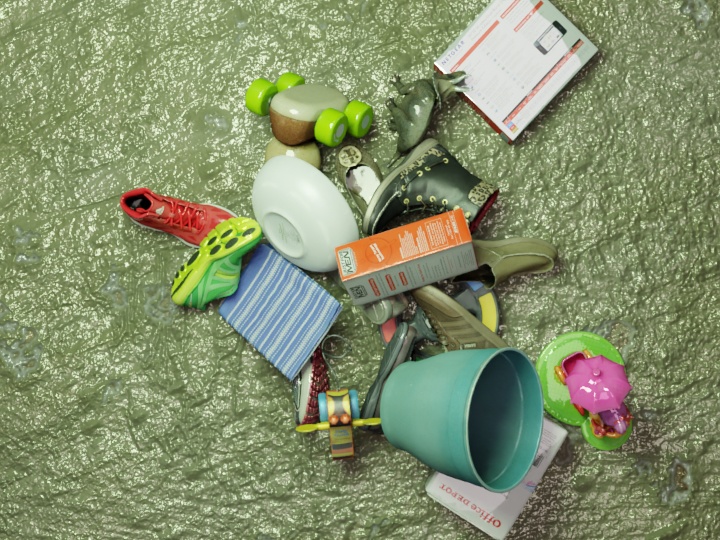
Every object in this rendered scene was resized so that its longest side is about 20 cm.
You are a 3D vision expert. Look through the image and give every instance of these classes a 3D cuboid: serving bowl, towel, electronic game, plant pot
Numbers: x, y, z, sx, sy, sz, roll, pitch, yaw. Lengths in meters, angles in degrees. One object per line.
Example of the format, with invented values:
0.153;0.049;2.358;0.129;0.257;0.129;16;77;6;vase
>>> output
-0.097;-0.073;1.484;0.200;0.200;0.066;44;58;3;serving bowl
-0.132;0.060;1.539;0.199;0.024;0.146;37;94;34;towel
0.126;0.075;1.560;0.197;0.042;0.203;0;90;3;electronic game
0.138;0.209;1.418;0.186;0.199;0.203;0;89;42;plant pot

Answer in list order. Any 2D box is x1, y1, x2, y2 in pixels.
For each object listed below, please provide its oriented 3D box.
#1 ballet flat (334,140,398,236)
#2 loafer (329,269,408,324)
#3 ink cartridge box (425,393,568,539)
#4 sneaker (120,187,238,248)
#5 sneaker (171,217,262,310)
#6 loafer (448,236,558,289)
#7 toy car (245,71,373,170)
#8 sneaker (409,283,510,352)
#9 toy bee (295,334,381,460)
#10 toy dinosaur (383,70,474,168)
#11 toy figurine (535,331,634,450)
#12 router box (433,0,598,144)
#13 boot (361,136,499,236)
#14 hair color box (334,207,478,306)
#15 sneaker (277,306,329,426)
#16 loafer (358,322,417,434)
0.013;-0.116;1.566;0.067;0.046;0.202;-22;88;2;ballet flat
0.000;0.000;1.554;0.201;0.062;0.072;53;137;22;loafer
0.212;0.296;1.531;0.144;0.084;0.202;31;91;4;ink cartridge box
-0.292;-0.081;1.549;0.197;0.116;0.080;9;90;4;sneaker
-0.221;-0.011;1.554;0.083;0.075;0.200;29;121;-37;sneaker
0.215;-0.007;1.522;0.197;0.076;0.068;-1;61;-6;loafer
-0.095;-0.188;1.543;0.163;0.157;0.202;26;118;22;toy car
0.144;0.094;1.505;0.199;0.070;0.076;38;89;-4;sneaker
-0.040;0.221;1.478;0.130;0.109;0.202;-24;116;8;toy bee
0.082;-0.247;1.526;0.076;0.102;0.201;21;110;-39;toy dinosaur
0.361;0.197;1.474;0.149;0.184;0.202;-29;89;3;toy figurine
0.247;-0.338;1.552;0.180;0.049;0.200;45;92;3;router box
0.109;-0.102;1.511;0.150;0.073;0.200;34;64;16;boot
0.070;-0.018;1.443;0.197;0.102;0.062;-18;63;4;hair color box
-0.096;0.149;1.560;0.074;0.081;0.203;-6;80;19;sneaker
0.056;0.174;1.535;0.062;0.072;0.202;20;115;-6;loafer
